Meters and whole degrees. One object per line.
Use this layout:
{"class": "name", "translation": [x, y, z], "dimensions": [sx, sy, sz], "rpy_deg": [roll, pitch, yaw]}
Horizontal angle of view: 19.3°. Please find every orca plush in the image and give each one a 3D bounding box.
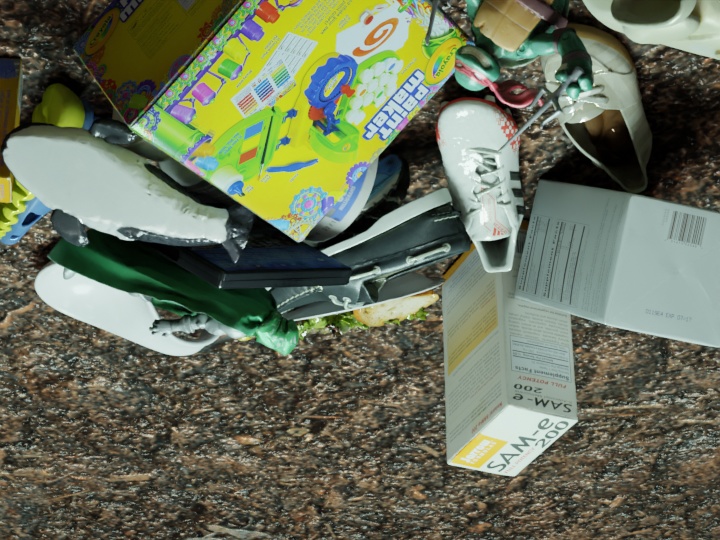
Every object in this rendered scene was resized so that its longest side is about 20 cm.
{"class": "orca plush", "translation": [-0.176, -0.073, 1.649], "dimensions": [0.200, 0.071, 0.105], "rpy_deg": [7, 111, 2]}

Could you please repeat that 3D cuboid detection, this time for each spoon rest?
{"class": "spoon rest", "translation": [-0.213, 0.033, 1.997], "dimensions": [0.200, 0.061, 0.099], "rpy_deg": [21, 143, -33]}

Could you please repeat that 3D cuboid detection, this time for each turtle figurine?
{"class": "turtle figurine", "translation": [0.112, -0.193, 1.493], "dimensions": [0.150, 0.200, 0.101], "rpy_deg": [32, -175, -2]}

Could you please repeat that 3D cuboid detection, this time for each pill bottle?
{"class": "pill bottle", "translation": [-0.093, -0.107, 1.712], "dimensions": [0.200, 0.114, 0.114], "rpy_deg": [23, 142, -34]}

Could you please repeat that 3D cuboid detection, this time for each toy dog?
{"class": "toy dog", "translation": [0.267, -0.193, 1.555], "dimensions": [0.200, 0.140, 0.194], "rpy_deg": [20, 156, -30]}

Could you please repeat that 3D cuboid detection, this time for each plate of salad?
{"class": "plate of salad", "translation": [-0.019, 0.037, 1.930], "dimensions": [0.200, 0.048, 0.200], "rpy_deg": [-12, -175, 1]}

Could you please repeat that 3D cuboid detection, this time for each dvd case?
{"class": "dvd case", "translation": [-0.123, -0.029, 1.734], "dimensions": [0.143, 0.018, 0.200], "rpy_deg": [-2, -157, -45]}

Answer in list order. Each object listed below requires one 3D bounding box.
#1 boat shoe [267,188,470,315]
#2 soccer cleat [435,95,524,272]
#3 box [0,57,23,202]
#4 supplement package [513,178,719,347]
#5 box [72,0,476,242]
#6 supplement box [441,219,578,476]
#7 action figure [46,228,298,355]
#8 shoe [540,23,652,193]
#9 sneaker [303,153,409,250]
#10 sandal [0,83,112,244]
{"class": "boat shoe", "translation": [0.000, 0.000, 1.802], "dimensions": [0.200, 0.060, 0.076], "rpy_deg": [-29, 174, 24]}
{"class": "soccer cleat", "translation": [0.106, -0.073, 1.797], "dimensions": [0.069, 0.085, 0.200], "rpy_deg": [-5, 149, 8]}
{"class": "box", "translation": [-0.373, -0.118, 1.688], "dimensions": [0.200, 0.119, 0.041], "rpy_deg": [4, 149, -7]}
{"class": "supplement package", "translation": [0.225, -0.010, 1.794], "dimensions": [0.114, 0.110, 0.200], "rpy_deg": [11, -178, -19]}
{"class": "box", "translation": [-0.060, -0.161, 1.532], "dimensions": [0.200, 0.122, 0.193], "rpy_deg": [-47, 134, 8]}
{"class": "supplement box", "translation": [0.133, 0.069, 1.922], "dimensions": [0.073, 0.200, 0.126], "rpy_deg": [12, 147, -20]}
{"class": "action figure", "translation": [-0.138, 0.019, 1.689], "dimensions": [0.200, 0.118, 0.055], "rpy_deg": [22, 117, 19]}
{"class": "shoe", "translation": [0.199, -0.132, 1.732], "dimensions": [0.070, 0.053, 0.200], "rpy_deg": [-13, 147, 20]}
{"class": "sneaker", "translation": [-0.052, -0.055, 1.831], "dimensions": [0.200, 0.090, 0.078], "rpy_deg": [-26, 169, 5]}
{"class": "sandal", "translation": [-0.258, -0.079, 1.798], "dimensions": [0.087, 0.080, 0.200], "rpy_deg": [13, 148, -28]}
